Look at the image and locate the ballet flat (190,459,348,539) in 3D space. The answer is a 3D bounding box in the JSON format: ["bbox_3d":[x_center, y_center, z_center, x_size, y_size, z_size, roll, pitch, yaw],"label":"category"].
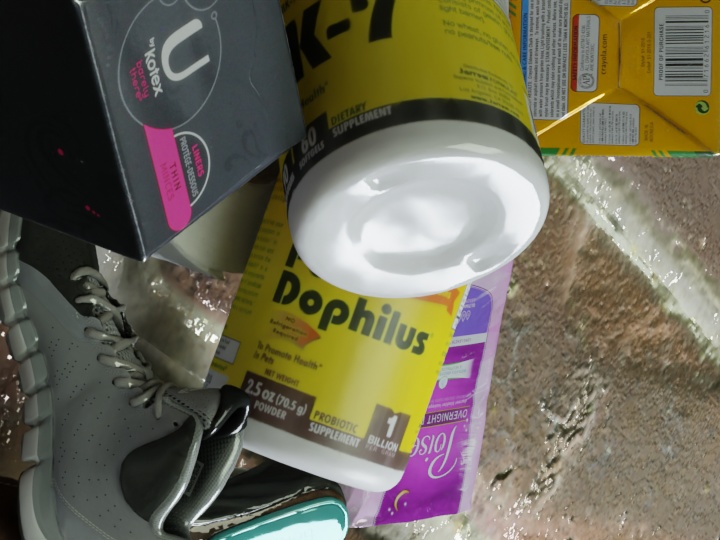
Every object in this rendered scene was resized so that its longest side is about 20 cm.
[{"bbox_3d":[-0.102,0.144,1.159,0.199,0.068,0.068,-13,125,-30],"label":"ballet flat"}]

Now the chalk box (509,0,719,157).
[{"bbox_3d":[0.150,-0.156,1.287,0.200,0.123,0.125,-74,165,-68],"label":"chalk box"}]

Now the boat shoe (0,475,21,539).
[{"bbox_3d":[-0.205,0.119,1.007,0.202,0.075,0.075,-4,145,-51],"label":"boat shoe"}]

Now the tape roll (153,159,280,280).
[{"bbox_3d":[-0.066,-0.101,1.112,0.202,0.071,0.203,-24,123,-45],"label":"tape roll"}]

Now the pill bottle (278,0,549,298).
[{"bbox_3d":[0.012,-0.099,0.989,0.114,0.114,0.201,44,29,-50],"label":"pill bottle"}]

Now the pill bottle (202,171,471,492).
[{"bbox_3d":[0.000,0.000,1.088,0.109,0.109,0.201,22,86,-52],"label":"pill bottle"}]

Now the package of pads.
[{"bbox_3d":[0.022,0.046,1.279,0.120,0.075,0.201,-3,107,-48],"label":"package of pads"}]

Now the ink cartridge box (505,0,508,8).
[{"bbox_3d":[0.059,-0.184,1.180,0.176,0.045,0.201,38,48,-55],"label":"ink cartridge box"}]

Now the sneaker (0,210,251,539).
[{"bbox_3d":[-0.105,0.044,1.043,0.075,0.115,0.201,4,79,-64],"label":"sneaker"}]

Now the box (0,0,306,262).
[{"bbox_3d":[-0.136,-0.101,0.917,0.106,0.199,0.123,-39,132,-35],"label":"box"}]
